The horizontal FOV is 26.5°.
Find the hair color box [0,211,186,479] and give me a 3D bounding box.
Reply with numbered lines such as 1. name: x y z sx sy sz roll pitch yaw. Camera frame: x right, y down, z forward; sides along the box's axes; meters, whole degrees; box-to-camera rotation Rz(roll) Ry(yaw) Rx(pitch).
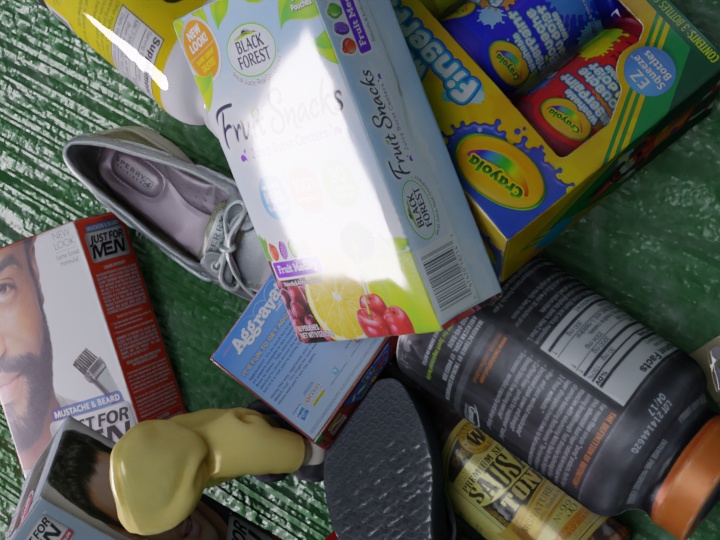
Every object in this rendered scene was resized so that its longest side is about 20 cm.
1. hair color box: -0.193 0.072 1.062 0.110 0.064 0.202 -17 90 27

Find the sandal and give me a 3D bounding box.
1. sandal: 0.028 0.165 0.902 0.075 0.043 0.202 -21 70 25

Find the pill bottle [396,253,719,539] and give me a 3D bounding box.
1. pill bottle: 0.126 0.069 0.888 0.199 0.106 0.107 36 108 20

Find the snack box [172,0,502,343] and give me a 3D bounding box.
1. snack box: -0.016 -0.063 0.837 0.142 0.053 0.202 -8 105 54

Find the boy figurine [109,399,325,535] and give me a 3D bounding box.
1. boy figurine: -0.083 0.115 0.945 0.123 0.200 0.065 -4 91 23

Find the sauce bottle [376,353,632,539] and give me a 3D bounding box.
1. sauce bottle: 0.073 0.122 0.941 0.199 0.066 0.066 37 108 19

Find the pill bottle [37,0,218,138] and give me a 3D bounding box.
1. pill bottle: -0.114 -0.167 0.988 0.200 0.114 0.115 40 109 18

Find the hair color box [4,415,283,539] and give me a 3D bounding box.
1. hair color box: -0.123 0.186 0.975 0.199 0.099 0.061 32 110 -14

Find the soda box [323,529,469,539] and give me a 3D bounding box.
1. soda box: 0.068 0.219 0.938 0.199 0.070 0.064 29 133 23

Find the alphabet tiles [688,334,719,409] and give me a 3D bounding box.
1. alphabet tiles: 0.307 0.065 0.852 0.199 0.008 0.168 -38 77 24

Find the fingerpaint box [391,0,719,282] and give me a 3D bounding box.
1. fingerpaint box: 0.079 -0.126 0.873 0.166 0.073 0.200 -37 74 -10

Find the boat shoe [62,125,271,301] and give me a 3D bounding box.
1. boat shoe: -0.111 -0.036 1.022 0.201 0.065 0.075 35 107 21

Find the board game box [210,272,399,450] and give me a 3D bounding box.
1. board game box: 0.000 0.000 0.944 0.103 0.019 0.201 34 87 35
